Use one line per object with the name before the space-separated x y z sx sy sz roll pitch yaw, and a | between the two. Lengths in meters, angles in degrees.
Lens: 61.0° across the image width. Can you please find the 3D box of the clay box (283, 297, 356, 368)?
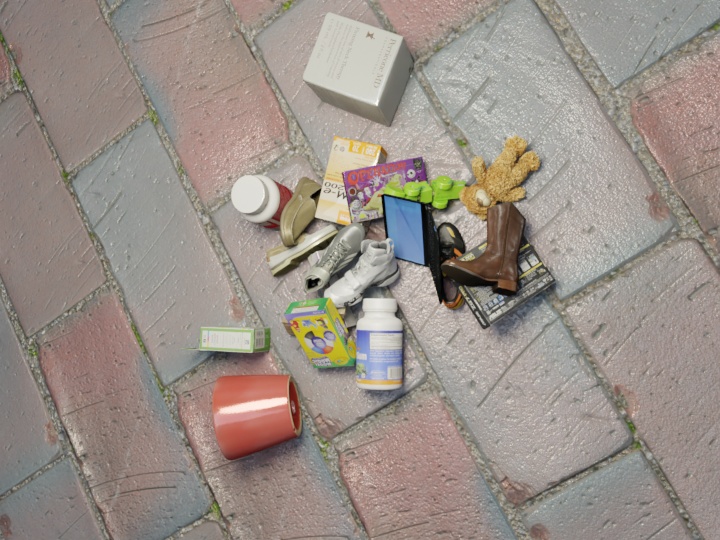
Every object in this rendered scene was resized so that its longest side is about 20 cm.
clay box | -0.084 0.158 1.422 0.113 0.048 0.203 -8 123 28

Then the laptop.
laptop | 0.113 -0.051 1.353 0.101 0.180 0.202 -9 39 1

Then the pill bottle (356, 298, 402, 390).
pill bottle | 0.044 0.169 1.420 0.109 0.112 0.206 -1 86 15

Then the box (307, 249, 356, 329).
box | -0.070 0.049 1.490 0.038 0.041 0.204 -30 79 38

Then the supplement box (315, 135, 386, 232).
supplement box | -0.022 -0.208 1.482 0.123 0.073 0.205 14 90 15

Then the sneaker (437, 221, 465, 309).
sneaker | 0.206 -0.014 1.399 0.068 0.090 0.206 -5 85 14

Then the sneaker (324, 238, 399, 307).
sneaker | 0.000 0.000 1.394 0.197 0.116 0.075 -25 49 -18

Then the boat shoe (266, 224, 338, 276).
boat shoe | -0.147 -0.064 1.506 0.197 0.075 0.069 -30 77 6

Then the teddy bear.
teddy bear | 0.316 -0.207 1.381 0.197 0.067 0.146 -30 117 4

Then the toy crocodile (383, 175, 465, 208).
toy crocodile | 0.150 -0.181 1.409 0.195 0.069 0.062 -11 44 -14

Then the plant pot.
plant pot | -0.238 0.336 1.453 0.173 0.200 0.206 -10 84 3

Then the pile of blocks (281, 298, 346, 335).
pile of blocks | -0.102 0.106 1.475 0.197 0.082 0.063 -16 45 35

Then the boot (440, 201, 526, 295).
boot | 0.267 -0.065 1.309 0.183 0.064 0.204 18 70 -16

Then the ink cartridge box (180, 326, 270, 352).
ink cartridge box | -0.335 0.170 1.526 0.195 0.104 0.061 0 86 15

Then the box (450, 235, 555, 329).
box | 0.308 0.010 1.349 0.198 0.049 0.163 -30 80 -18

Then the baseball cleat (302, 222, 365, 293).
baseball cleat | -0.060 -0.019 1.403 0.069 0.107 0.201 37 111 -6

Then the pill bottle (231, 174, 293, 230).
pill bottle | -0.230 -0.165 1.470 0.109 0.200 0.115 -1 86 14

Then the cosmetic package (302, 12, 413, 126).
cosmetic package | -0.001 -0.472 1.447 0.196 0.166 0.171 22 92 14

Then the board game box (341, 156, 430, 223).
board game box | 0.061 -0.189 1.430 0.195 0.032 0.123 -13 92 -12

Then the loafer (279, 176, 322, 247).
loafer | -0.139 -0.144 1.475 0.066 0.077 0.204 7 60 15
